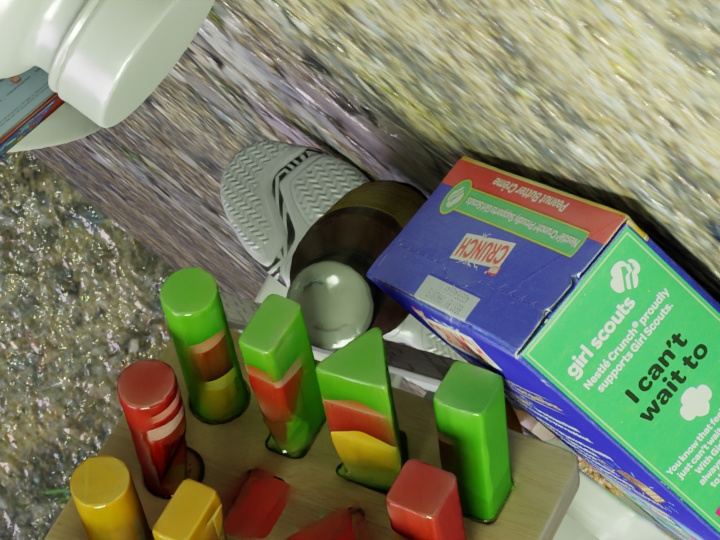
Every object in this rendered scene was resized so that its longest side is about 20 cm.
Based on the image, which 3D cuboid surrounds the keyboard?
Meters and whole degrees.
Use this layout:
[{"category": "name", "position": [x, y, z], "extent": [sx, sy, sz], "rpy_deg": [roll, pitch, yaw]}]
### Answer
[{"category": "keyboard", "position": [0.003, 0.038, 1.208], "extent": [0.199, 0.011, 0.056], "rpy_deg": [16, -175, -18]}]

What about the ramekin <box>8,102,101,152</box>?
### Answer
[{"category": "ramekin", "position": [-0.219, -0.129, 1.253], "extent": [0.199, 0.099, 0.201], "rpy_deg": [5, -163, -2]}]

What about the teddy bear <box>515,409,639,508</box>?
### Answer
[{"category": "teddy bear", "position": [0.146, 0.094, 1.303], "extent": [0.200, 0.067, 0.145], "rpy_deg": [41, 170, -29]}]

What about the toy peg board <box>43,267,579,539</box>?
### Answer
[{"category": "toy peg board", "position": [-0.040, 0.104, 1.045], "extent": [0.199, 0.200, 0.098], "rpy_deg": [18, 147, 22]}]

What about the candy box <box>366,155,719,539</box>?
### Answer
[{"category": "candy box", "position": [0.119, 0.048, 1.072], "extent": [0.200, 0.077, 0.169], "rpy_deg": [39, 176, -23]}]

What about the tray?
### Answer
[{"category": "tray", "position": [0.137, 0.131, 1.233], "extent": [0.107, 0.022, 0.200], "rpy_deg": [37, 180, 41]}]

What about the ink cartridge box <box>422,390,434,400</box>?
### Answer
[{"category": "ink cartridge box", "position": [0.078, 0.162, 1.584], "extent": [0.146, 0.201, 0.146], "rpy_deg": [38, 174, -6]}]

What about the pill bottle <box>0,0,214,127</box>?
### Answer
[{"category": "pill bottle", "position": [-0.160, -0.151, 1.054], "extent": [0.200, 0.112, 0.112], "rpy_deg": [39, 174, 5]}]

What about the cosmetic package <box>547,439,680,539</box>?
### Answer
[{"category": "cosmetic package", "position": [0.160, 0.143, 1.413], "extent": [0.200, 0.107, 0.090], "rpy_deg": [39, 174, 5]}]

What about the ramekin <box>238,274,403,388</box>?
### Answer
[{"category": "ramekin", "position": [-0.029, 0.070, 1.613], "extent": [0.094, 0.203, 0.202], "rpy_deg": [26, 173, 6]}]

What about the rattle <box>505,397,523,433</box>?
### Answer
[{"category": "rattle", "position": [0.128, 0.161, 1.114], "extent": [0.199, 0.144, 0.130], "rpy_deg": [22, 178, 39]}]

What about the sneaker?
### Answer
[{"category": "sneaker", "position": [0.010, 0.007, 1.414], "extent": [0.199, 0.075, 0.115], "rpy_deg": [33, 171, 13]}]

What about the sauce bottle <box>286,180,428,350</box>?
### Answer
[{"category": "sauce bottle", "position": [0.000, 0.000, 1.207], "extent": [0.065, 0.065, 0.200], "rpy_deg": [38, -166, 0]}]

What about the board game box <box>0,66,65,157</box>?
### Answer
[{"category": "board game box", "position": [-0.162, -0.114, 1.116], "extent": [0.103, 0.200, 0.019], "rpy_deg": [38, 132, 4]}]
